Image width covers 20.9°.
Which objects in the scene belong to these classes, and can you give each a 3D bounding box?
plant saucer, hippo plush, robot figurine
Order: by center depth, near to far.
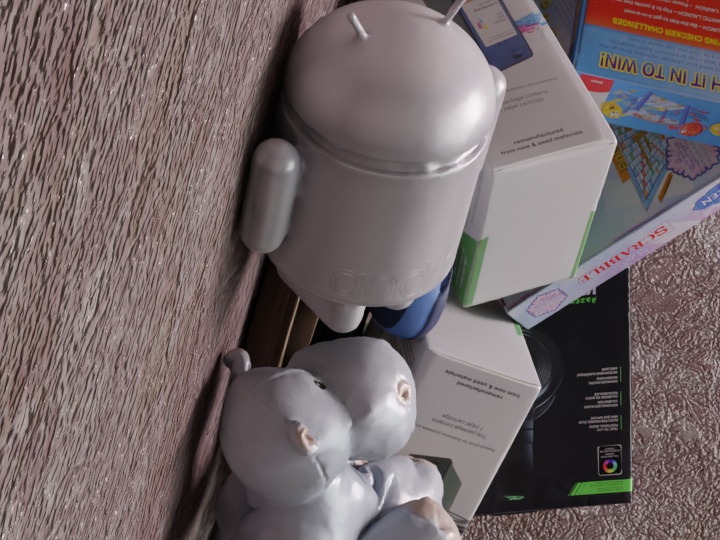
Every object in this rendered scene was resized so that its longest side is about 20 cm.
[{"bbox_3d":[0.008,-0.061,1.048,0.169,0.113,0.200,-26,144,-35],"label":"robot figurine"},{"bbox_3d":[-0.042,0.112,1.150,0.159,0.200,0.161,36,-39,52],"label":"hippo plush"},{"bbox_3d":[-0.047,0.026,1.284,0.200,0.029,0.200,16,90,-86],"label":"plant saucer"}]

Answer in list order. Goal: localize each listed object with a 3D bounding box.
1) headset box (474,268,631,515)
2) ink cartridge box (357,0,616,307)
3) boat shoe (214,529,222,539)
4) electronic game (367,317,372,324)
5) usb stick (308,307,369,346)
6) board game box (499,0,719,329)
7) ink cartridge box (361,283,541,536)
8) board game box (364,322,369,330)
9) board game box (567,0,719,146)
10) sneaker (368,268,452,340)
[{"bbox_3d":[0.108,0.084,1.456,0.093,0.174,0.200,-105,-168,-72],"label":"headset box"},{"bbox_3d":[0.070,-0.102,1.234,0.145,0.087,0.200,98,-27,-55],"label":"ink cartridge box"},{"bbox_3d":[-0.061,0.183,1.433,0.086,0.075,0.202,-43,-175,41],"label":"boat shoe"},{"bbox_3d":[0.036,0.066,1.599,0.042,0.200,0.200,-3,114,-50],"label":"electronic game"},{"bbox_3d":[0.000,0.000,1.349,0.055,0.033,0.200,90,19,-79],"label":"usb stick"},{"bbox_3d":[0.149,-0.095,1.321,0.041,0.199,0.200,36,26,-56],"label":"board game box"},{"bbox_3d":[0.032,0.112,1.318,0.146,0.084,0.200,-102,-146,-62],"label":"ink cartridge box"},{"bbox_3d":[-0.007,0.141,1.544,0.029,0.134,0.200,-73,179,-75],"label":"board game box"},{"bbox_3d":[0.239,-0.177,1.243,0.056,0.200,0.196,104,-2,-67],"label":"board game box"},{"bbox_3d":[0.005,-0.043,1.182,0.082,0.074,0.200,-25,123,-30],"label":"sneaker"}]
